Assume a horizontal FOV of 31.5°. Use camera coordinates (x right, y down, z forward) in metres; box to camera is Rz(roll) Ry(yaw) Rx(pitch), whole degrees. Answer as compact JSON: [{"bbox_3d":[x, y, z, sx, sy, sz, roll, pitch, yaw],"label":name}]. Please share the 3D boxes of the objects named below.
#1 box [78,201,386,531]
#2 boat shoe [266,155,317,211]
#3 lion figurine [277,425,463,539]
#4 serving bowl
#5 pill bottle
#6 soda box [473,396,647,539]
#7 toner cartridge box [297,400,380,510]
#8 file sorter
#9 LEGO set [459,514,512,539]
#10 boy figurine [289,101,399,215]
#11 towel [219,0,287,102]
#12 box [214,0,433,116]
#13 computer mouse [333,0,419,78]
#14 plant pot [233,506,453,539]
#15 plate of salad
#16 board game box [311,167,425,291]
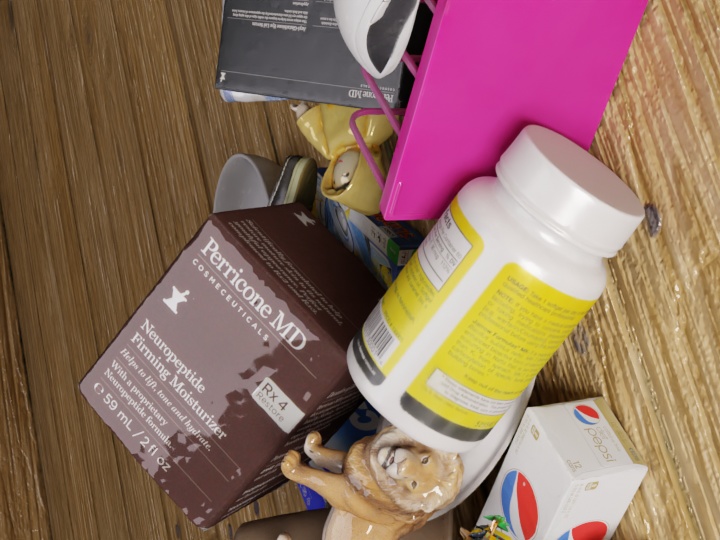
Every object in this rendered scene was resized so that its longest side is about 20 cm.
[{"bbox_3d":[-0.089,0.073,1.058,0.166,0.164,0.200,45,111,13],"label":"box"},{"bbox_3d":[-0.096,-0.022,1.222,0.072,0.066,0.202,-42,-27,-64],"label":"boat shoe"},{"bbox_3d":[-0.005,0.193,0.906,0.122,0.072,0.201,21,108,18],"label":"lion figurine"},{"bbox_3d":[-0.097,-0.026,1.361,0.200,0.065,0.201,175,90,-66],"label":"serving bowl"},{"bbox_3d":[0.088,0.012,0.838,0.200,0.114,0.114,-54,41,22],"label":"pill bottle"},{"bbox_3d":[0.129,0.183,0.901,0.068,0.063,0.201,-119,33,-42],"label":"soda box"},{"bbox_3d":[-0.028,0.145,1.204,0.043,0.095,0.200,108,147,-40],"label":"toner cartridge box"},{"bbox_3d":[0.082,-0.152,0.859,0.126,0.138,0.201,-115,31,-44],"label":"file sorter"},{"bbox_3d":[0.120,0.243,0.845,0.153,0.116,0.201,18,122,24],"label":"LEGO set"},{"bbox_3d":[-0.016,-0.147,1.142,0.124,0.064,0.201,-12,78,40],"label":"boy figurine"},{"bbox_3d":[-0.051,-0.225,1.122,0.199,0.024,0.148,2,88,40],"label":"towel"},{"bbox_3d":[-0.017,-0.204,1.030,0.199,0.079,0.142,14,98,38],"label":"box"},{"bbox_3d":[0.018,-0.202,0.774,0.201,0.044,0.110,111,150,-43],"label":"computer mouse"},{"bbox_3d":[-0.017,0.266,1.020,0.200,0.174,0.201,3,-90,-89],"label":"plant pot"},{"bbox_3d":[0.077,0.101,0.973,0.200,0.048,0.201,-44,28,32],"label":"plate of salad"},{"bbox_3d":[0.000,0.000,1.188,0.200,0.034,0.136,-136,47,-56],"label":"board game box"}]
